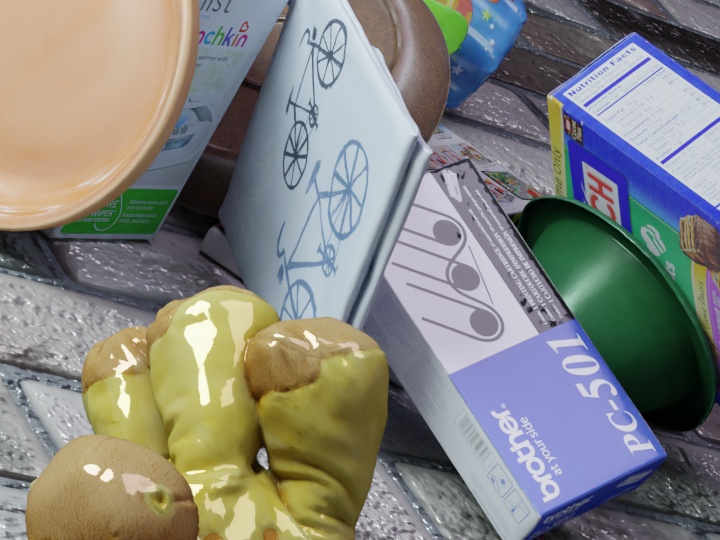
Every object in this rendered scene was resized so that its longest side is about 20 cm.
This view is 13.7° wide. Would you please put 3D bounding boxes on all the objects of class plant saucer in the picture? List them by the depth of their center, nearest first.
[{"bbox_3d":[-0.166,-0.119,1.550,0.200,0.200,0.037,41,13,25],"label":"plant saucer"},{"bbox_3d":[-0.048,-0.118,1.739,0.200,0.200,0.035,42,-20,28],"label":"plant saucer"}]

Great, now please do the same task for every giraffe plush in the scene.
[{"bbox_3d":[-0.083,0.116,1.227,0.162,0.172,0.200,-13,82,-49],"label":"giraffe plush"}]

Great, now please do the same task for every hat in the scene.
[{"bbox_3d":[0.091,0.069,1.721,0.166,0.176,0.200,48,-21,10],"label":"hat"}]

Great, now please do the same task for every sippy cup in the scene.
[{"bbox_3d":[0.043,-0.189,2.132,0.130,0.140,0.178,38,43,-13],"label":"sippy cup"}]

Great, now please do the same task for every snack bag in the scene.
[{"bbox_3d":[-0.023,-0.045,1.582,0.021,0.189,0.200,6,33,-23],"label":"snack bag"}]

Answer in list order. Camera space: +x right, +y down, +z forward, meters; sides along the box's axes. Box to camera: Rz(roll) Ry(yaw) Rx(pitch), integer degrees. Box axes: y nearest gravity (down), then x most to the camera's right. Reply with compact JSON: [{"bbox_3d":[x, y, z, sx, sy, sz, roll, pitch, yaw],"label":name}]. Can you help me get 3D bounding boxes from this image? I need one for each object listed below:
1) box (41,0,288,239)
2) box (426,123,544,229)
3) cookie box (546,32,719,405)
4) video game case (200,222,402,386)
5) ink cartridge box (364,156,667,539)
[{"bbox_3d":[-0.165,-0.145,1.641,0.200,0.177,0.097,41,22,28],"label":"box"},{"bbox_3d":[0.050,-0.053,1.906,0.110,0.035,0.200,35,14,13],"label":"box"},{"bbox_3d":[0.202,-0.012,1.717,0.075,0.171,0.200,-35,52,-21],"label":"cookie box"},{"bbox_3d":[0.000,0.000,1.767,0.143,0.017,0.200,34,20,8],"label":"video game case"},{"bbox_3d":[0.068,0.042,1.593,0.094,0.044,0.200,-23,71,-34],"label":"ink cartridge box"}]
